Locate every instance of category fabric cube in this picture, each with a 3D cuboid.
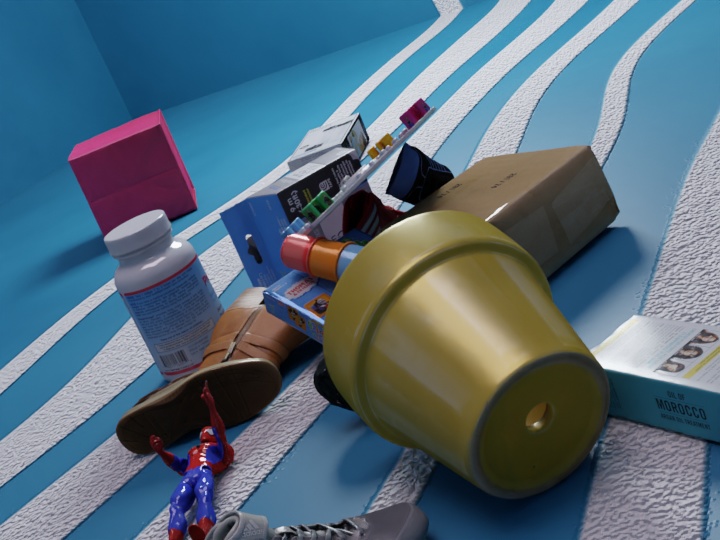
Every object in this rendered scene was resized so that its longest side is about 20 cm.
[{"bbox_3d":[-0.468,-0.195,2.263,0.198,0.201,0.196,-23,18,-4],"label":"fabric cube"}]

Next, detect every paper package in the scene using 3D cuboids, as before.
[{"bbox_3d":[0.160,-0.053,1.266,0.200,0.104,0.190,-37,21,-31],"label":"paper package"}]

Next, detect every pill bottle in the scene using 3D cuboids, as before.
[{"bbox_3d":[-0.241,0.031,1.370,0.108,0.201,0.109,-21,19,8],"label":"pill bottle"}]

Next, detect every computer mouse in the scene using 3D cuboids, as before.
[{"bbox_3d":[-0.124,-0.039,1.679,0.059,0.034,0.199,-35,22,-32],"label":"computer mouse"}]

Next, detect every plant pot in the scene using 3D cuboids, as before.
[{"bbox_3d":[0.095,0.077,0.881,0.200,0.202,0.189,-29,35,-14],"label":"plant pot"}]

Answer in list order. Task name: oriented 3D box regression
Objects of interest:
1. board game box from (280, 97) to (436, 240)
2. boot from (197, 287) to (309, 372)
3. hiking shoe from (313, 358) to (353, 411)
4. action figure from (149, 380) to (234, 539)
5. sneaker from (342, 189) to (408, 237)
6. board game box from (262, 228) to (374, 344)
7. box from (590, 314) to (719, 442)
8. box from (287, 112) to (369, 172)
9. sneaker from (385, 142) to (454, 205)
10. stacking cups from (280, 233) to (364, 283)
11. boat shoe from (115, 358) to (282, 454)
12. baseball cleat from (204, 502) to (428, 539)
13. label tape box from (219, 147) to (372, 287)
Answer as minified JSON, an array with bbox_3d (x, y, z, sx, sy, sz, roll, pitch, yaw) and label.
[{"bbox_3d":[-0.009,-0.111,1.300,0.200,0.026,0.200,-44,3,-14],"label":"board game box"},{"bbox_3d":[-0.088,0.081,1.276,0.199,0.074,0.155,-8,33,27],"label":"boot"},{"bbox_3d":[0.050,0.083,1.078,0.199,0.075,0.087,-13,26,-2],"label":"hiking shoe"},{"bbox_3d":[-0.166,0.184,1.039,0.065,0.100,0.200,-20,17,8],"label":"action figure"},{"bbox_3d":[0.051,-0.069,1.419,0.078,0.116,0.200,-8,25,39],"label":"sneaker"},{"bbox_3d":[0.012,0.033,1.208,0.151,0.037,0.199,-35,45,-30],"label":"board game box"},{"bbox_3d":[0.267,0.085,0.845,0.082,0.049,0.200,-33,21,-25],"label":"box"},{"bbox_3d":[-0.058,-0.227,2.067,0.116,0.060,0.200,-17,20,18],"label":"box"},{"bbox_3d":[0.079,-0.113,1.354,0.077,0.071,0.200,21,8,2],"label":"sneaker"},{"bbox_3d":[0.000,0.000,1.179,0.199,0.061,0.060,11,35,29],"label":"stacking cups"},{"bbox_3d":[-0.177,0.139,1.212,0.199,0.072,0.072,-26,19,14],"label":"boat shoe"},{"bbox_3d":[-0.042,0.208,0.800,0.199,0.107,0.070,-30,15,-23],"label":"baseball cleat"},{"bbox_3d":[-0.073,-0.061,1.505,0.199,0.145,0.063,-31,22,-20],"label":"label tape box"}]
